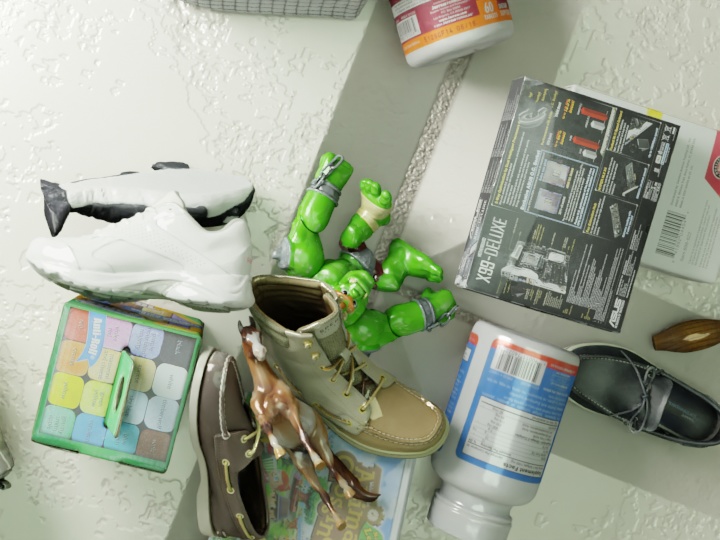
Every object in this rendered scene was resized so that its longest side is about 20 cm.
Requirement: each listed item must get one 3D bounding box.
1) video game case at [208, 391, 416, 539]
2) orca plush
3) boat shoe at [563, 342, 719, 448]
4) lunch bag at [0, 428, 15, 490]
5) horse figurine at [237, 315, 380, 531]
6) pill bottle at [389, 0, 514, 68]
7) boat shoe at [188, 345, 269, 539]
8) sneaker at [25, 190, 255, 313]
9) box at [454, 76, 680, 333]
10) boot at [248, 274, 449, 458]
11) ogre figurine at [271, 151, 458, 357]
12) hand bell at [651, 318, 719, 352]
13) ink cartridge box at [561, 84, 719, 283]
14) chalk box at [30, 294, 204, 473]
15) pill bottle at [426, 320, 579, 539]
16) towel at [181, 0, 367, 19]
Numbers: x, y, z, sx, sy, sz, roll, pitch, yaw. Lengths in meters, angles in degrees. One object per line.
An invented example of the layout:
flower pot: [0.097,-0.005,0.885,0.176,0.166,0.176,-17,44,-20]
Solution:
video game case: [-0.049,0.232,1.010,0.180,0.022,0.202,11,78,11]
orca plush: [-0.196,-0.046,0.985,0.199,0.105,0.072,-15,127,-39]
boat shoe: [0.290,0.129,1.082,0.198,0.062,0.075,24,92,-7]
lunch bag: [-0.417,0.126,0.944,0.166,0.139,0.202,-18,96,-6]
horse figurine: [-0.052,0.147,0.939,0.050,0.133,0.201,-34,135,0]
pill bottle: [0.068,-0.304,1.000,0.108,0.110,0.202,-18,96,-6]
boat shoe: [-0.114,0.158,0.947,0.059,0.072,0.202,8,118,14]
sneaker: [-0.186,-0.021,0.915,0.197,0.078,0.101,7,80,-5]
box: [0.190,-0.059,0.978,0.156,0.050,0.202,15,93,-8]
boot: [-0.013,0.086,0.959,0.198,0.155,0.072,23,58,21]
ogre figurine: [0.000,0.000,1.020,0.120,0.098,0.201,-45,126,-17]
hand bell: [0.401,0.056,1.094,0.197,0.104,0.106,-10,95,6]
ink cartridge box: [0.267,-0.086,1.054,0.198,0.083,0.147,16,92,-9]
chalk box: [-0.213,0.097,0.939,0.122,0.200,0.126,15,90,-7]
pill bottle: [0.133,0.161,1.037,0.111,0.112,0.202,19,92,-8]
towel: [-0.078,-0.295,0.954,0.197,0.166,0.087,1,87,-8]
